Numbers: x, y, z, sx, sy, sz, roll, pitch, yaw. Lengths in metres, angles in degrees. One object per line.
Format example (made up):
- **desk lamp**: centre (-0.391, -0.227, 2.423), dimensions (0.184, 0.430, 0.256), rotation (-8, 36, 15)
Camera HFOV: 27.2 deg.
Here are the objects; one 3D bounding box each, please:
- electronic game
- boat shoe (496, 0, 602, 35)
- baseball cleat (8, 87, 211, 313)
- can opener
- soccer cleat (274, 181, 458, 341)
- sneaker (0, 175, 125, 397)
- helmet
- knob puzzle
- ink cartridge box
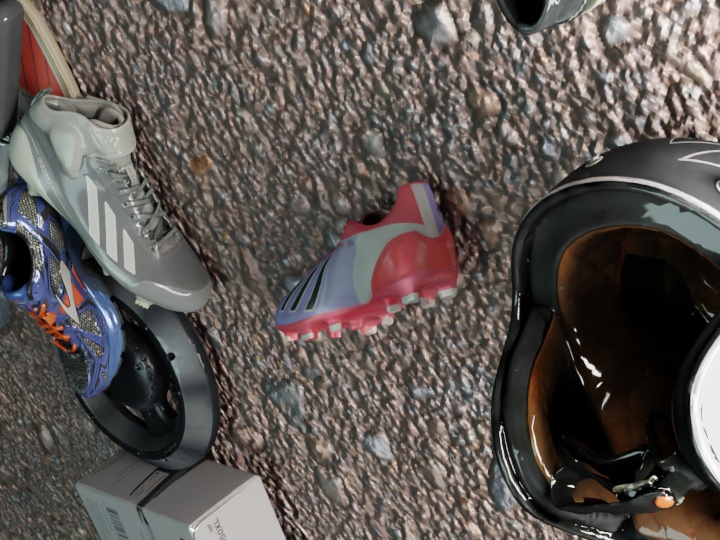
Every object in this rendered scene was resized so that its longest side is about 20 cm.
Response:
- **electronic game**: centre (-0.196, 0.082, 1.291), dimensions (0.198, 0.041, 0.202), rotation (23, 128, 33)
- **boat shoe**: centre (0.068, -0.209, 0.733), dimensions (0.074, 0.066, 0.201), rotation (10, 129, 41)
- **baseball cleat**: centre (-0.182, -0.055, 1.133), dimensions (0.199, 0.070, 0.107), rotation (40, 128, -3)
- **can opener**: centre (-0.295, -0.120, 1.155), dimensions (0.052, 0.067, 0.202), rotation (23, 125, 8)
- **soccer cleat**: centre (0.000, 0.000, 1.008), dimensions (0.199, 0.066, 0.078), rotation (-23, 73, 58)
- **sneaker**: centre (-0.256, 0.016, 1.217), dimensions (0.075, 0.078, 0.202), rotation (4, 118, 43)
- **helmet**: centre (0.166, 0.036, 0.745), dimensions (0.197, 0.193, 0.200), rotation (10, 159, 4)
- **knob puzzle**: centre (-0.302, -0.169, 1.190), dimensions (0.218, 0.030, 0.222), rotation (28, 139, 28)
- **ink cartridge box**: centre (-0.150, 0.246, 1.336), dimensions (0.199, 0.084, 0.146), rotation (8, 125, 51)
